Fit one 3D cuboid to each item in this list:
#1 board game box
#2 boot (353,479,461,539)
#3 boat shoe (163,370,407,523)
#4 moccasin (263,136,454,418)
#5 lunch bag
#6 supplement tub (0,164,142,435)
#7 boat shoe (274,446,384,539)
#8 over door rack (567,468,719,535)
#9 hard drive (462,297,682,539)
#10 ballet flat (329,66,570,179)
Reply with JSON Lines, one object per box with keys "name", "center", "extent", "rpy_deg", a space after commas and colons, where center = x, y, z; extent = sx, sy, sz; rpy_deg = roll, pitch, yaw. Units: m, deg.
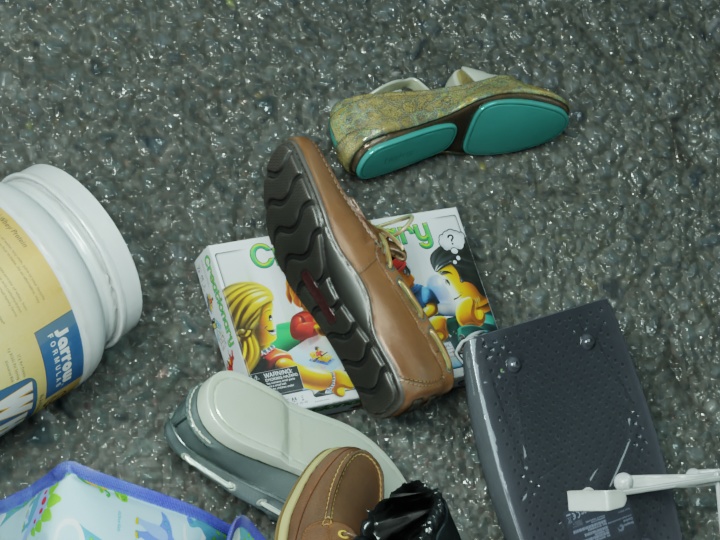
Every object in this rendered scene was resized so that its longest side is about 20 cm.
{"name": "board game box", "center": [-0.004, 0.031, 1.332], "extent": [0.200, 0.035, 0.126], "rpy_deg": [-10, 72, -28]}
{"name": "boot", "center": [0.056, 0.203, 1.153], "extent": [0.163, 0.073, 0.198], "rpy_deg": [66, 21, -14]}
{"name": "boat shoe", "center": [-0.042, 0.134, 1.253], "extent": [0.200, 0.062, 0.073], "rpy_deg": [35, 41, -29]}
{"name": "moccasin", "center": [0.001, -0.001, 1.285], "extent": [0.078, 0.074, 0.201], "rpy_deg": [-22, 73, -40]}
{"name": "lunch bag", "center": [-0.127, 0.230, 1.143], "extent": [0.200, 0.127, 0.170], "rpy_deg": [26, 55, -30]}
{"name": "supplement tub", "center": [-0.247, 0.034, 1.156], "extent": [0.200, 0.145, 0.145], "rpy_deg": [-34, 84, -32]}
{"name": "boat shoe", "center": [-0.014, 0.191, 1.155], "extent": [0.072, 0.068, 0.200], "rpy_deg": [46, 43, -30]}
{"name": "over door rack", "center": [0.190, 0.208, 1.263], "extent": [0.200, 0.067, 0.148], "rpy_deg": [1, 83, -55]}
{"name": "hard drive", "center": [0.145, 0.131, 1.330], "extent": [0.135, 0.042, 0.200], "rpy_deg": [-15, 87, -29]}
{"name": "ballet flat", "center": [0.065, -0.118, 1.416], "extent": [0.200, 0.071, 0.071], "rpy_deg": [-14, 74, -29]}
